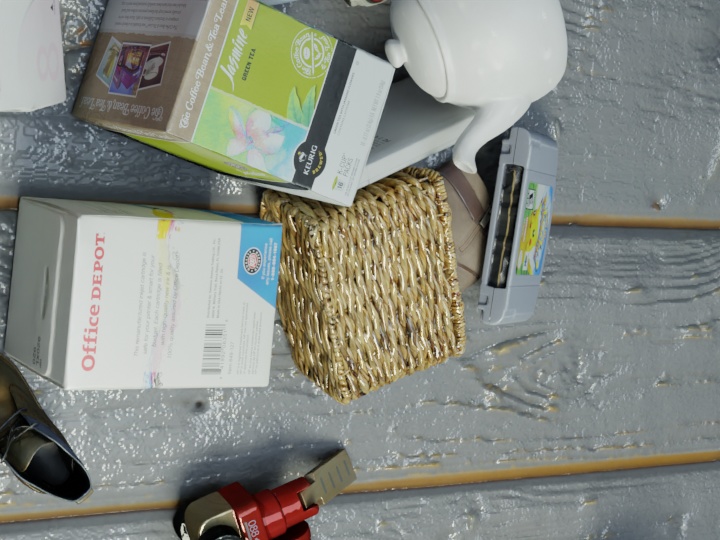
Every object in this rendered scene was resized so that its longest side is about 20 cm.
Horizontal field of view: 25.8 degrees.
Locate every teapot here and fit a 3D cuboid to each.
[{"bbox_3d":[0.087,-0.229,1.438,0.145,0.200,0.199,-22,128,-10],"label":"teapot"}]

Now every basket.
[{"bbox_3d":[0.000,0.000,1.509,0.148,0.142,0.202,-22,116,-22],"label":"basket"}]

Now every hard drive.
[{"bbox_3d":[0.028,-0.137,1.508,0.199,0.131,0.027,-27,123,-30],"label":"hard drive"}]

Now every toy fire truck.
[{"bbox_3d":[-0.068,0.272,1.545,0.198,0.128,0.178,-23,111,-18],"label":"toy fire truck"}]

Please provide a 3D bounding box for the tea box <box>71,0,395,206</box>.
[{"bbox_3d":[-0.114,-0.157,1.375,0.195,0.199,0.135,19,88,-35],"label":"tea box"}]

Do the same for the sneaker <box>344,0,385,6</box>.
[{"bbox_3d":[0.007,-0.354,1.492,0.084,0.077,0.202,-14,117,-14],"label":"sneaker"}]

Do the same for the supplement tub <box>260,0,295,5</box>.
[{"bbox_3d":[-0.090,-0.344,1.401,0.131,0.131,0.203,-20,109,-29],"label":"supplement tub"}]

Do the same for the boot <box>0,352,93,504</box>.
[{"bbox_3d":[-0.303,0.124,1.360,0.075,0.097,0.201,-48,121,-17],"label":"boot"}]

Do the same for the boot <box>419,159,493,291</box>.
[{"bbox_3d":[0.062,-0.060,1.598,0.147,0.070,0.201,-50,122,-23],"label":"boot"}]

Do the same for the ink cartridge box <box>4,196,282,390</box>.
[{"bbox_3d":[-0.192,0.019,1.387,0.198,0.144,0.149,3,96,-34],"label":"ink cartridge box"}]

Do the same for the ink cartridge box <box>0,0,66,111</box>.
[{"bbox_3d":[-0.295,-0.208,1.264,0.056,0.200,0.165,0,101,6],"label":"ink cartridge box"}]

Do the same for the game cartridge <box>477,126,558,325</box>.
[{"bbox_3d":[0.167,-0.045,1.642,0.133,0.040,0.203,-4,103,-73],"label":"game cartridge"}]
